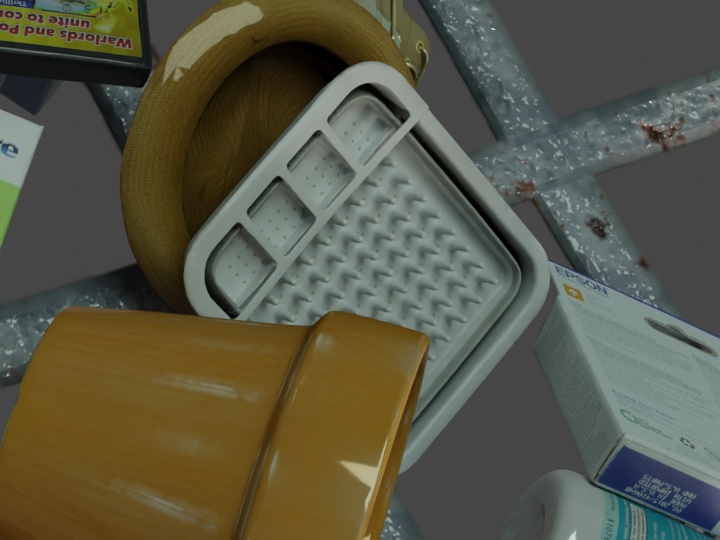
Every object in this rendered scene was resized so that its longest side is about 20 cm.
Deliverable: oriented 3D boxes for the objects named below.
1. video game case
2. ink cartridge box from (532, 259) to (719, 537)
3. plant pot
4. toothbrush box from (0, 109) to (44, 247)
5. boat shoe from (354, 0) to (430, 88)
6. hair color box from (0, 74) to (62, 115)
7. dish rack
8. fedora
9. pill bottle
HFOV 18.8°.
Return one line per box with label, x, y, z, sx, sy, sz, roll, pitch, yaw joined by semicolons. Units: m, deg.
video game case;-0.220;-0.192;1.211;0.199;0.026;0.181;5;59;-22
ink cartridge box;0.199;0.091;1.278;0.196;0.043;0.200;24;21;-21
plant pot;-0.079;0.103;1.091;0.183;0.200;0.201;16;55;4
toothbrush box;-0.239;0.025;1.075;0.086;0.146;0.200;23;56;-12
boat shoe;0.009;-0.138;1.335;0.066;0.074;0.201;6;60;-17
hair color box;-0.177;-0.197;1.286;0.099;0.061;0.200;33;53;-4
dish rack;0.000;0.000;1.204;0.172;0.044;0.200;-50;121;-12
fedora;-0.061;-0.066;1.228;0.200;0.082;0.201;-7;105;-29
pill bottle;0.171;0.197;1.198;0.200;0.111;0.111;26;54;-10
